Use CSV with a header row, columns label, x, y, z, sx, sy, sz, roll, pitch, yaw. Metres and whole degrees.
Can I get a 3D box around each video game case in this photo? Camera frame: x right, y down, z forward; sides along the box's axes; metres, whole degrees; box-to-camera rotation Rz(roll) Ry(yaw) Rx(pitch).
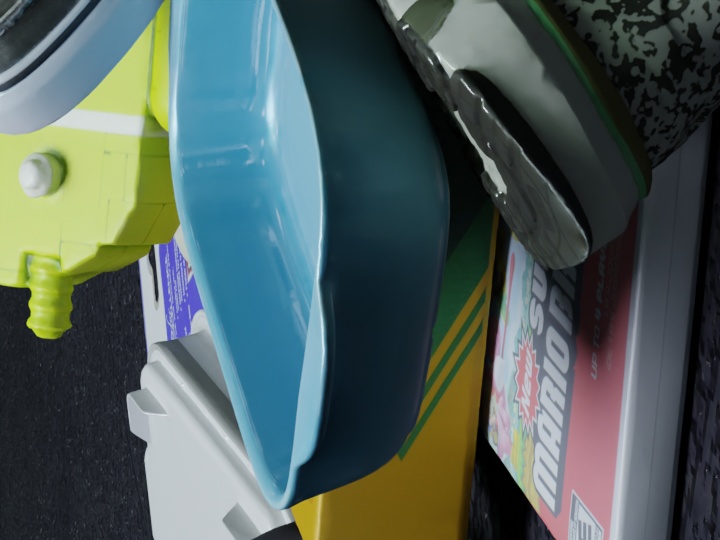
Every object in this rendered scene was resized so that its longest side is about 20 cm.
label,x,y,z,sx,sy,sz,roll,pitch,yaw
video game case,0.051,-0.011,0.721,0.200,0.017,0.144,-124,34,-66

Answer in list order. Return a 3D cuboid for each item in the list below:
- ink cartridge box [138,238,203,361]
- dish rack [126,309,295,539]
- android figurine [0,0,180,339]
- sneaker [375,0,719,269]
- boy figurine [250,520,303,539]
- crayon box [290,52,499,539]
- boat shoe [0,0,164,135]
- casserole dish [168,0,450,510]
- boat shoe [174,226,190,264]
label,x,y,z,sx,sy,sz,roll,pitch,yaw
ink cartridge box,-0.065,-0.033,1.132,0.200,0.043,0.199,130,136,-66
dish rack,-0.046,0.123,0.996,0.200,0.043,0.172,-136,37,-60
android figurine,-0.110,-0.079,0.844,0.182,0.041,0.201,10,96,32
sneaker,0.056,-0.060,0.593,0.077,0.088,0.200,59,-177,-18
boy figurine,0.012,0.176,0.770,0.200,0.064,0.124,63,-179,31
crayon box,0.000,0.000,0.787,0.126,0.051,0.201,-119,29,-62
boat shoe,-0.081,-0.140,0.754,0.072,0.071,0.201,12,74,42
casserole dish,-0.016,-0.027,0.666,0.200,0.039,0.121,-113,25,-52
boat shoe,-0.020,-0.095,0.939,0.067,0.072,0.201,8,94,38
